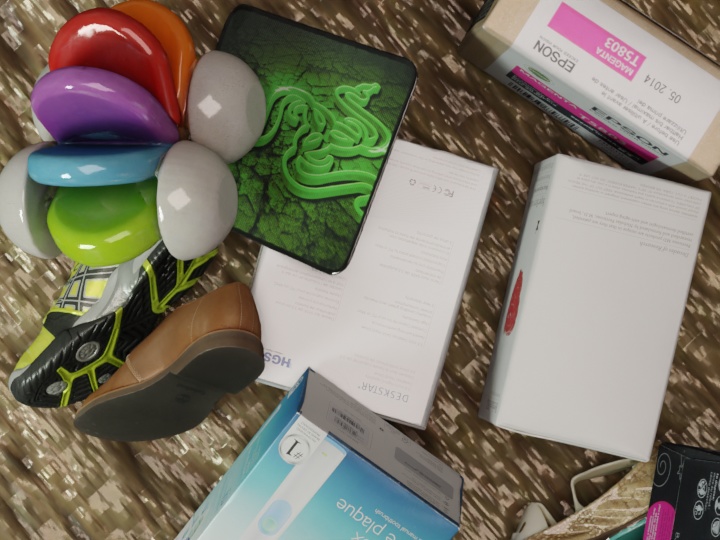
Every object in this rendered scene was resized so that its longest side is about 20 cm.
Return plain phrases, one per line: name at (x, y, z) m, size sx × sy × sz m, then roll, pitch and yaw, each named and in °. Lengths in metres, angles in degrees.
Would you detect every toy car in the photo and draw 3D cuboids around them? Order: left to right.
toy car at (-0.172, -0.104, 1.526) m, size 0.173 × 0.150 × 0.201 m, roll 2°, pitch 54°, yaw 19°

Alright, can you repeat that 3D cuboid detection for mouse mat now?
mouse mat at (-0.054, -0.098, 1.570) m, size 0.199 × 0.008 × 0.162 m, roll 23°, pitch 93°, yaw 39°

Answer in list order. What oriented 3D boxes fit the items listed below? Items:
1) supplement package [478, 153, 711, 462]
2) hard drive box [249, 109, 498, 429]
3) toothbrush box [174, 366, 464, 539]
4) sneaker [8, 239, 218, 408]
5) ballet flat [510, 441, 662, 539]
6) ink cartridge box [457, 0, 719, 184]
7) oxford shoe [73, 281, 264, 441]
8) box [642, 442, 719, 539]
supplement package at (0.169, 0.028, 1.593) m, size 0.119 × 0.121 × 0.202 m, roll 13°, pitch 88°, yaw -3°
hard drive box at (0.000, 0.000, 1.606) m, size 0.154 × 0.077 × 0.202 m, roll 17°, pitch 88°, yaw -2°
toothbrush box at (-0.041, 0.198, 1.562) m, size 0.146 × 0.085 × 0.200 m, roll 36°, pitch 110°, yaw -8°
sneaker at (-0.190, 0.020, 1.609) m, size 0.200 × 0.075 × 0.076 m, roll -46°, pitch 56°, yaw 4°
ballet flat at (0.163, 0.193, 1.629) m, size 0.199 × 0.071 × 0.066 m, roll -29°, pitch 65°, yaw -6°
ink cartridge box at (0.176, -0.144, 1.573) m, size 0.199 × 0.165 × 0.075 m, roll 33°, pitch 88°, yaw -2°
oxford shoe at (-0.137, 0.070, 1.574) m, size 0.071 × 0.199 × 0.072 m, roll 25°, pitch 49°, yaw -36°
box at (0.276, 0.236, 1.545) m, size 0.114 × 0.132 × 0.202 m, roll 9°, pitch 89°, yaw -21°
